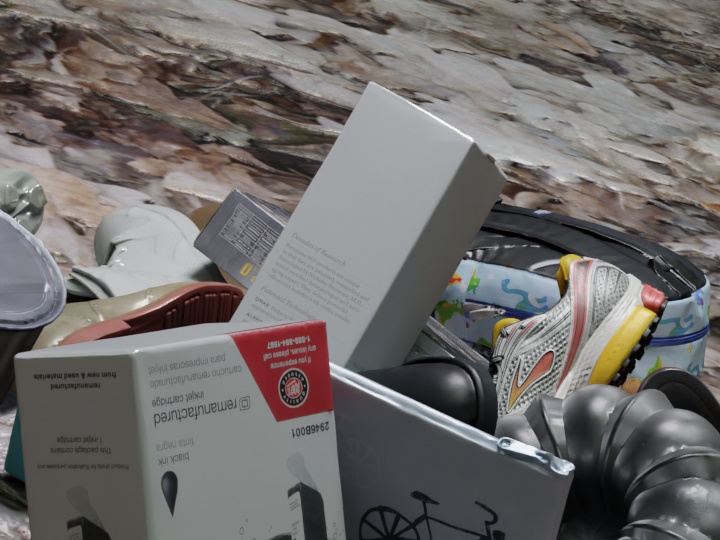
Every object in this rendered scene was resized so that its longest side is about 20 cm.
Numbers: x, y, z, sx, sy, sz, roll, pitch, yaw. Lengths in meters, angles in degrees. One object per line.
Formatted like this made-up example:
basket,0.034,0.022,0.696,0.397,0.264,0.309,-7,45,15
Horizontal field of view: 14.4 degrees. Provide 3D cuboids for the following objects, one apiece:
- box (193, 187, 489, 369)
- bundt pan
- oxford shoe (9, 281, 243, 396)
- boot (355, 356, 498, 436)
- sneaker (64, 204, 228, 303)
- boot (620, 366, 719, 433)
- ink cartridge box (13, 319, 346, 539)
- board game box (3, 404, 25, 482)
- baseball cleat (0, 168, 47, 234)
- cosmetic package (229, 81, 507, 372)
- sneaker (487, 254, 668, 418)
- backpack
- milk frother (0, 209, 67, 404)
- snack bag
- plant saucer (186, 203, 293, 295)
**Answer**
box,0.003,0.032,1.836,0.200,0.048,0.158,37,5,17
bundt pan,0.121,0.142,1.533,0.201,0.076,0.203,-12,48,14
oxford shoe,-0.141,0.036,1.681,0.075,0.071,0.200,19,17,28
boot,-0.047,0.079,1.522,0.162,0.074,0.198,11,-15,-39
sneaker,-0.155,0.006,1.826,0.115,0.074,0.200,8,20,-32
boot,0.194,0.109,1.727,0.068,0.189,0.200,-27,22,5
ink cartridge box,-0.081,0.131,1.369,0.083,0.201,0.144,-2,4,39
board game box,-0.082,0.126,1.648,0.200,0.047,0.151,27,21,31
baseball cleat,-0.290,-0.009,1.871,0.106,0.070,0.200,-9,14,35
cosmetic package,0.000,0.000,1.702,0.081,0.201,0.113,28,-4,16
sneaker,0.103,0.078,1.748,0.082,0.200,0.078,34,-18,10
backpack,0.151,0.028,2.003,0.199,0.155,0.163,0,6,32
milk frother,-0.274,0.029,1.473,0.199,0.189,0.181,29,25,-7
snack bag,0.012,0.142,1.440,0.188,0.201,0.021,23,31,25
plant saucer,-0.050,-0.005,2.088,0.199,0.030,0.200,13,19,-5
